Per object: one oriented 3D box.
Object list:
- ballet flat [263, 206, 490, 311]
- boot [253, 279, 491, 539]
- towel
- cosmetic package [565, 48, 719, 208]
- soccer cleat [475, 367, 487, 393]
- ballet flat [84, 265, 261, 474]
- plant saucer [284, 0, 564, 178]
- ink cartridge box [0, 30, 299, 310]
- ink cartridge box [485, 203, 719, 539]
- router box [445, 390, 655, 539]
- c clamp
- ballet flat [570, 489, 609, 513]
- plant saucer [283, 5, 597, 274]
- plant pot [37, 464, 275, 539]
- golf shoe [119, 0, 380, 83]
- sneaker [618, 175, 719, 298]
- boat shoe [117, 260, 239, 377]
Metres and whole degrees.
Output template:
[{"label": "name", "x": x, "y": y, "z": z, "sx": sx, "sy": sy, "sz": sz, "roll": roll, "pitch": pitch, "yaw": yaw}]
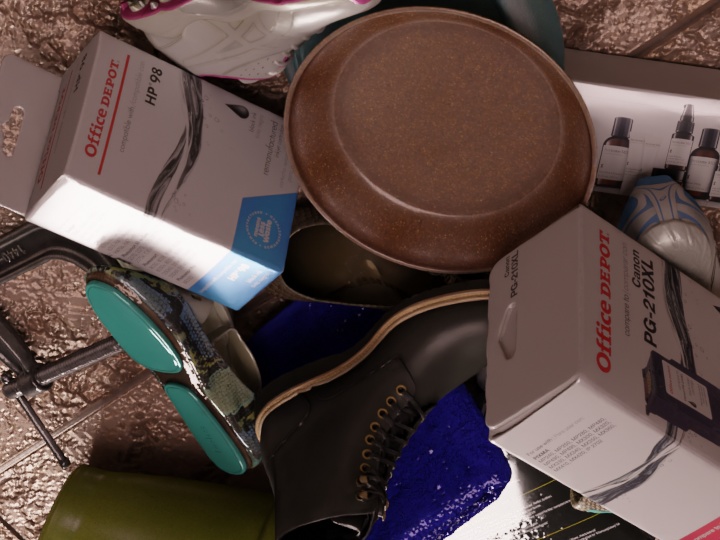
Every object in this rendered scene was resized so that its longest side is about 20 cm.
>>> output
[{"label": "ballet flat", "x": 0.000, "y": 0.000, "z": 1.364, "sx": 0.199, "sy": 0.046, "sz": 0.068, "roll": 14, "pitch": 101, "yaw": 23}, {"label": "boot", "x": 0.025, "y": 0.103, "z": 1.294, "sx": 0.199, "sy": 0.139, "sz": 0.077, "roll": -33, "pitch": 126, "yaw": 20}, {"label": "towel", "x": 0.003, "y": 0.102, "z": 1.401, "sx": 0.148, "sy": 0.049, "sz": 0.201, "roll": -42, "pitch": 68, "yaw": 25}, {"label": "cosmetic package", "x": 0.157, "y": -0.098, "z": 1.341, "sx": 0.198, "sy": 0.051, "sz": 0.083, "roll": 7, "pitch": 120, "yaw": -2}, {"label": "soccer cleat", "x": 0.181, "y": 0.090, "z": 1.446, "sx": 0.199, "sy": 0.070, "sz": 0.087, "roll": 20, "pitch": 121, "yaw": -10}, {"label": "ballet flat", "x": -0.116, "y": 0.051, "z": 1.359, "sx": 0.074, "sy": 0.075, "sz": 0.201, "roll": -20, "pitch": 129, "yaw": 13}, {"label": "plant saucer", "x": 0.032, "y": -0.141, "z": 1.293, "sx": 0.199, "sy": 0.027, "sz": 0.202, "roll": 12, "pitch": 122, "yaw": 20}, {"label": "ink cartridge box", "x": -0.140, "y": -0.070, "z": 1.299, "sx": 0.199, "sy": 0.117, "sz": 0.067, "roll": 24, "pitch": 146, "yaw": -23}, {"label": "ink cartridge box", "x": 0.179, "y": 0.074, "z": 1.265, "sx": 0.199, "sy": 0.145, "sz": 0.084, "roll": 31, "pitch": 132, "yaw": -26}, {"label": "router box", "x": 0.099, "y": 0.165, "z": 1.465, "sx": 0.149, "sy": 0.051, "sz": 0.200, "roll": 41, "pitch": 137, "yaw": -20}, {"label": "c clamp", "x": -0.210, "y": 0.043, "z": 1.422, "sx": 0.171, "sy": 0.027, "sz": 0.200, "roll": 50, "pitch": 136, "yaw": -10}, {"label": "ballet flat", "x": 0.143, "y": 0.067, "z": 1.367, "sx": 0.075, "sy": 0.202, "sz": 0.068, "roll": -5, "pitch": 163, "yaw": -25}, {"label": "plant saucer", "x": 0.052, "y": -0.087, "z": 1.266, "sx": 0.199, "sy": 0.037, "sz": 0.201, "roll": 8, "pitch": 130, "yaw": 10}, {"label": "plant pot", "x": -0.142, "y": 0.234, "z": 1.489, "sx": 0.192, "sy": 0.201, "sz": 0.201, "roll": 20, "pitch": 121, "yaw": 3}, {"label": "golf shoe", "x": -0.056, "y": -0.164, "z": 1.273, "sx": 0.199, "sy": 0.076, "sz": 0.092, "roll": 0, "pitch": 139, "yaw": 37}, {"label": "sneaker", "x": 0.210, "y": 0.021, "z": 1.364, "sx": 0.071, "sy": 0.073, "sz": 0.201, "roll": -4, "pitch": 134, "yaw": 5}, {"label": "boat shoe", "x": -0.132, "y": 0.000, "z": 1.404, "sx": 0.072, "sy": 0.060, "sz": 0.203, "roll": -15, "pitch": 120, "yaw": 17}]
